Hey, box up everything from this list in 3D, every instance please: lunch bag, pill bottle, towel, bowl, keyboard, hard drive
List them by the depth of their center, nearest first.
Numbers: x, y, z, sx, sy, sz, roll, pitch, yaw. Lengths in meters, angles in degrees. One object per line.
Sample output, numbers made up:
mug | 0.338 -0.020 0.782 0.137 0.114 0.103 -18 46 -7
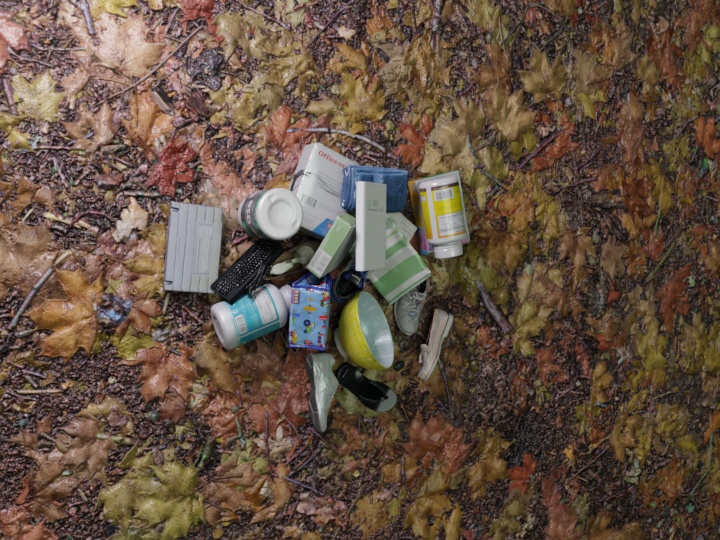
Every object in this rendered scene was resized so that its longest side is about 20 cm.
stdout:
pill bottle | -0.215 -0.129 1.568 0.110 0.199 0.117 -1 94 -25
keyboard | -0.257 -0.009 1.594 0.201 0.103 0.040 -49 156 -27
pill bottle | -0.249 0.102 1.615 0.196 0.110 0.114 -21 102 -24
hard drive | 0.026 -0.105 1.619 0.131 0.026 0.206 -8 99 -64
lunch bag | -0.112 0.084 1.649 0.091 0.200 0.155 6 105 3
towel | 0.038 -0.202 1.698 0.196 0.048 0.115 -2 100 -40
bowl | -0.004 0.168 1.730 0.106 0.201 0.203 -22 107 20
towel | 0.074 -0.026 1.766 0.151 0.023 0.201 -35 104 15
pill bottle | 0.220 -0.140 1.789 0.107 0.109 0.206 -13 99 -25

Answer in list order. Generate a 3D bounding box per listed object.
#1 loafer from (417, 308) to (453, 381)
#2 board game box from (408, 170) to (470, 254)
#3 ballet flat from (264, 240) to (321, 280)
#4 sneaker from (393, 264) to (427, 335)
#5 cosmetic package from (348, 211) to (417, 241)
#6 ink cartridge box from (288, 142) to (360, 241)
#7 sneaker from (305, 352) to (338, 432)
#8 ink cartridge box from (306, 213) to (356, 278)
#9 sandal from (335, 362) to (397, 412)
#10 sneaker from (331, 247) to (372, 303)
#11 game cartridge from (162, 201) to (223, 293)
loafer | 0.193 0.204 1.873 0.062 0.072 0.204 27 74 -8
board game box | 0.219 -0.161 1.871 0.150 0.040 0.206 -15 99 -25
ballet flat | -0.167 -0.020 1.672 0.196 0.067 0.070 -24 104 -23
sneaker | 0.140 0.073 1.822 0.073 0.082 0.206 2 92 -26
cosmetic package | 0.054 -0.139 1.785 0.199 0.050 0.084 39 77 -23
ink cartridge box | -0.101 -0.192 1.684 0.143 0.083 0.205 23 83 -27
sneaker | -0.092 0.311 1.730 0.078 0.070 0.207 -4 94 -28
ink cartridge box | -0.050 -0.066 1.645 0.047 0.200 0.147 34 104 5
sandal | 0.018 0.319 1.798 0.198 0.043 0.077 33 79 -24
sneaker | -0.001 0.001 1.687 0.080 0.115 0.201 36 86 -9
game cartridge | -0.389 -0.052 1.580 0.127 0.038 0.206 5 91 -31
